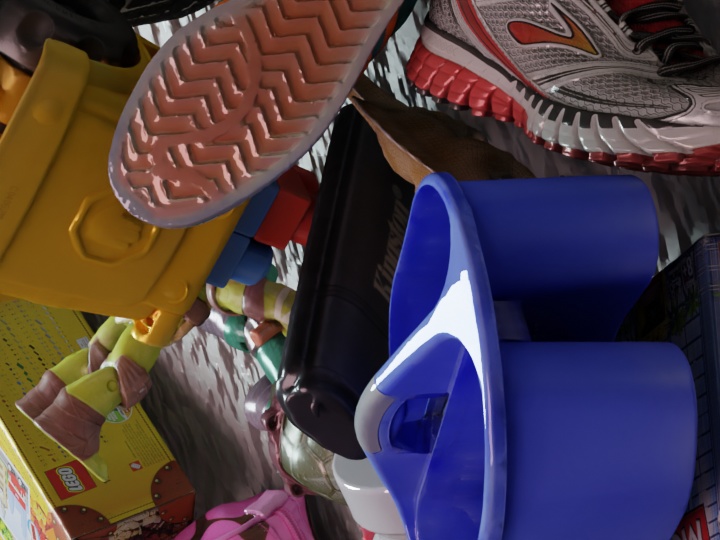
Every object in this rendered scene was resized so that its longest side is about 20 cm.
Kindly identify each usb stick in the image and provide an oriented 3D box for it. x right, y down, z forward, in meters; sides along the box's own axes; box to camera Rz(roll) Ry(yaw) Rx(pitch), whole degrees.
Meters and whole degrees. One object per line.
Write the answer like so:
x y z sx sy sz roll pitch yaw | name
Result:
0.000 0.000 1.200 0.033 0.200 0.055 -35 116 30 | usb stick

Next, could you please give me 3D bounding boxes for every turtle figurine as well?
-0.086 0.018 1.321 0.064 0.161 0.200 43 174 -32 | turtle figurine
-0.001 0.062 1.331 0.200 0.100 0.150 28 132 53 | turtle figurine

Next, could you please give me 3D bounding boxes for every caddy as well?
0.050 0.047 1.049 0.200 0.105 0.142 102 161 -63 | caddy

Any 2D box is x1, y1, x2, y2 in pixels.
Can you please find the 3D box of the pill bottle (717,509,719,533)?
0.202 0.155 0.977 0.106 0.106 0.201 -14 99 58 | pill bottle

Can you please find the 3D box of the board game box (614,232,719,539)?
0.138 0.109 1.093 0.200 0.061 0.201 129 135 -67 | board game box

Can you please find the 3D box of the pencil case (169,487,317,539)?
-0.023 0.208 1.490 0.200 0.091 0.094 61 149 3 | pencil case

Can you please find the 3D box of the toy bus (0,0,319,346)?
-0.112 -0.060 1.251 0.136 0.192 0.200 -62 30 19 | toy bus

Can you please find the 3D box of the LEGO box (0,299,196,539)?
-0.173 0.110 1.599 0.200 0.077 0.149 53 151 33 | LEGO box

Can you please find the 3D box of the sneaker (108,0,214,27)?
-0.092 -0.175 1.305 0.081 0.074 0.200 67 150 20 | sneaker

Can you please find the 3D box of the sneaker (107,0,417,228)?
-0.023 -0.094 1.148 0.071 0.200 0.080 41 175 3 | sneaker

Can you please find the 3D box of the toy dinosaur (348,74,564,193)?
0.038 -0.038 1.176 0.101 0.058 0.200 34 -173 -48 | toy dinosaur

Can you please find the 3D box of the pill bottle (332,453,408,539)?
0.071 0.145 1.226 0.116 0.116 0.200 5 128 54 | pill bottle

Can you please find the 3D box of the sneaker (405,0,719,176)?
0.089 -0.086 1.078 0.200 0.078 0.082 27 109 47 | sneaker
